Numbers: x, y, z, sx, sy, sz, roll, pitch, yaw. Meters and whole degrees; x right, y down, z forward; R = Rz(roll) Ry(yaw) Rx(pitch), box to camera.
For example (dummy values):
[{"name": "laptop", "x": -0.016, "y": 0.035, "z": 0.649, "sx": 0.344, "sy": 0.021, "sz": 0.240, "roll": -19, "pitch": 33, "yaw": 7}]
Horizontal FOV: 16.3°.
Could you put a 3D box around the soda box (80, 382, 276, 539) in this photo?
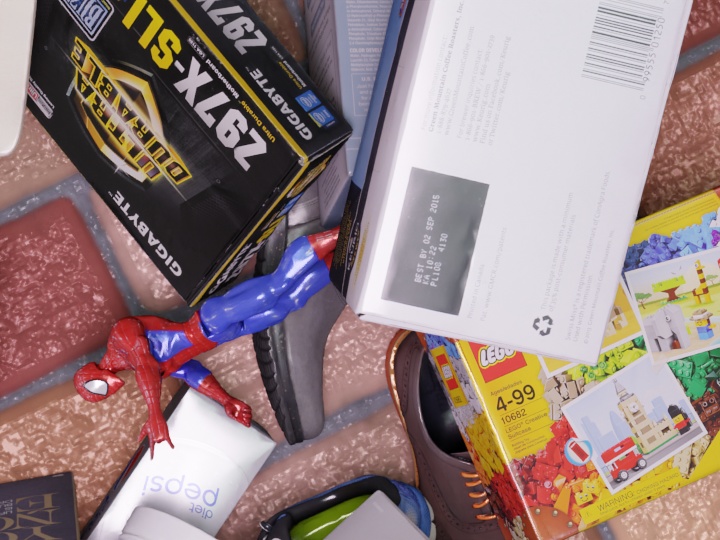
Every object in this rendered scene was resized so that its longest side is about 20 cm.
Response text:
[{"name": "soda box", "x": -0.131, "y": 0.164, "z": 1.478, "sx": 0.063, "sy": 0.068, "sz": 0.200, "roll": 34, "pitch": 87, "yaw": -6}]

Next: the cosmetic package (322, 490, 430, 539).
[{"name": "cosmetic package", "x": 0.031, "y": 0.226, "z": 1.435, "sx": 0.107, "sy": 0.090, "sz": 0.200, "roll": -44, "pitch": 137, "yaw": -5}]

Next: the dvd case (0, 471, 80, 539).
[{"name": "dvd case", "x": -0.231, "y": 0.156, "z": 1.400, "sx": 0.148, "sy": 0.200, "sz": 0.016, "roll": -10, "pitch": 102, "yaw": -6}]

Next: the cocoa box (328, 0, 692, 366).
[{"name": "cocoa box", "x": 0.073, "y": -0.067, "z": 1.303, "sx": 0.133, "sy": 0.131, "sz": 0.200, "roll": 13, "pitch": 96, "yaw": -9}]

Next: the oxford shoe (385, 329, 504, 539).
[{"name": "oxford shoe", "x": 0.066, "y": 0.128, "z": 1.496, "sx": 0.071, "sy": 0.073, "sz": 0.200, "roll": -24, "pitch": 94, "yaw": -5}]

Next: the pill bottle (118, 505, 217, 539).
[{"name": "pill bottle", "x": -0.139, "y": 0.235, "z": 1.378, "sx": 0.112, "sy": 0.112, "sz": 0.200, "roll": 31, "pitch": 73, "yaw": -6}]

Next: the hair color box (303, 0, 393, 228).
[{"name": "hair color box", "x": 0.005, "y": -0.134, "z": 1.438, "sx": 0.061, "sy": 0.099, "sz": 0.200, "roll": -2, "pitch": 74, "yaw": -11}]

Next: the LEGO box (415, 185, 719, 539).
[{"name": "LEGO box", "x": 0.152, "y": 0.054, "z": 1.432, "sx": 0.200, "sy": 0.077, "sz": 0.149, "roll": -23, "pitch": 88, "yaw": -14}]

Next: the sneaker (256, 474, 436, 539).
[{"name": "sneaker", "x": -0.052, "y": 0.179, "z": 1.464, "sx": 0.200, "sy": 0.089, "sz": 0.079, "roll": -37, "pitch": 65, "yaw": -2}]

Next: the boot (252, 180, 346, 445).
[{"name": "boot", "x": 0.000, "y": 0.000, "z": 1.490, "sx": 0.131, "sy": 0.070, "sz": 0.200, "roll": -6, "pitch": 97, "yaw": -11}]

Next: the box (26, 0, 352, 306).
[{"name": "box", "x": -0.113, "y": -0.101, "z": 1.410, "sx": 0.200, "sy": 0.160, "sz": 0.049, "roll": 51, "pitch": 47, "yaw": 7}]

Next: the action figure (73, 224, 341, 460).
[{"name": "action figure", "x": -0.064, "y": 0.047, "z": 1.410, "sx": 0.200, "sy": 0.065, "sz": 0.099, "roll": -22, "pitch": 67, "yaw": 7}]

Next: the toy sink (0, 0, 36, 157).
[{"name": "toy sink", "x": -0.280, "y": -0.136, "z": 1.429, "sx": 0.200, "sy": 0.112, "sz": 0.131, "roll": 5, "pitch": 91, "yaw": 0}]
